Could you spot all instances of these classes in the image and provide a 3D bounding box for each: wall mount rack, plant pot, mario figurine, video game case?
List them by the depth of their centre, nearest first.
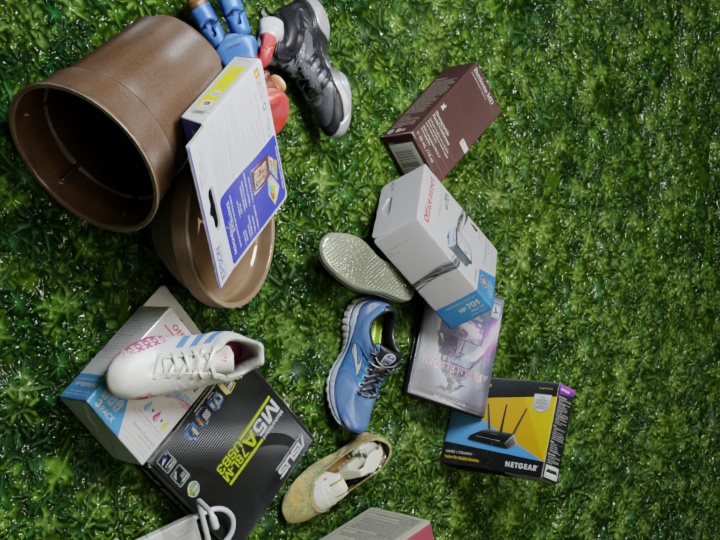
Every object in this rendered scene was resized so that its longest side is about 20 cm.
[{"bbox_3d":[-0.265,-0.185,1.291,0.201,0.200,0.198,58,47,-27],"label":"plant pot"},{"bbox_3d":[-0.224,0.385,1.372,0.199,0.074,0.175,-22,114,-26],"label":"wall mount rack"},{"bbox_3d":[-0.196,-0.054,1.396,0.201,0.092,0.202,-2,92,-63],"label":"plant pot"},{"bbox_3d":[-0.158,-0.265,1.455,0.106,0.123,0.201,-28,97,-55],"label":"mario figurine"},{"bbox_3d":[0.150,0.117,1.756,0.142,0.019,0.201,20,69,-22],"label":"video game case"}]

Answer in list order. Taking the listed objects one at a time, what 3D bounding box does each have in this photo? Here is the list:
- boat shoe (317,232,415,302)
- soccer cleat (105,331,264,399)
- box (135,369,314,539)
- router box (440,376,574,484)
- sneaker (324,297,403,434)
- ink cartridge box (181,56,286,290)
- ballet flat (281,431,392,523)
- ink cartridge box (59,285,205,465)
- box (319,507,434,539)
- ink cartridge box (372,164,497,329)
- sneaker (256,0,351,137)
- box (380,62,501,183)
[{"bbox_3d":[0.000,0.000,1.622,0.200,0.062,0.075,25,71,-46],"label":"boat shoe"},{"bbox_3d":[-0.202,0.107,1.315,0.199,0.086,0.070,-11,97,-43],"label":"soccer cleat"},{"bbox_3d":[-0.174,0.236,1.465,0.193,0.047,0.200,54,57,-28],"label":"box"},{"bbox_3d":[0.229,0.247,1.749,0.051,0.199,0.150,27,70,-42],"label":"router box"},{"bbox_3d":[0.010,0.138,1.613,0.078,0.089,0.201,17,78,-41],"label":"sneaker"},{"bbox_3d":[-0.156,-0.116,1.303,0.200,0.047,0.198,-57,149,-46],"label":"ink cartridge box"},{"bbox_3d":[-0.028,0.295,1.592,0.200,0.071,0.071,-32,111,-39],"label":"ballet flat"},{"bbox_3d":[-0.256,0.124,1.371,0.200,0.068,0.115,-53,123,-31],"label":"ink cartridge box"},{"bbox_3d":[0.002,0.435,1.576,0.200,0.128,0.109,-23,106,-41],"label":"box"},{"bbox_3d":[0.116,-0.036,1.675,0.200,0.086,0.147,49,31,-27],"label":"ink cartridge box"},{"bbox_3d":[-0.086,-0.274,1.538,0.114,0.075,0.201,-21,98,-41],"label":"sneaker"},{"bbox_3d":[0.129,-0.229,1.745,0.200,0.075,0.100,-51,122,-34],"label":"box"}]
